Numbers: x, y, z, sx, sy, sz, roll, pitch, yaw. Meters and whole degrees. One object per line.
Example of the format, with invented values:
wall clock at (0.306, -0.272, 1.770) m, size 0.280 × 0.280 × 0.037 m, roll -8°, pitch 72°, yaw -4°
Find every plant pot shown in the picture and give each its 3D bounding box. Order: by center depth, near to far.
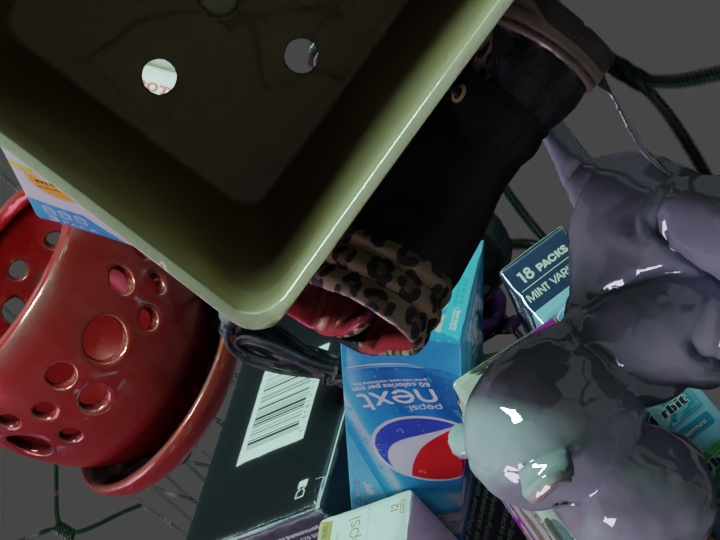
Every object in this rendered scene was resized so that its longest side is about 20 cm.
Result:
plant pot at (-0.055, -0.113, 0.941) m, size 0.200 × 0.200 × 0.177 m, roll 36°, pitch 179°, yaw 0°
plant pot at (-0.202, 0.052, 1.852) m, size 0.182 × 0.201 × 0.200 m, roll 33°, pitch 169°, yaw -27°

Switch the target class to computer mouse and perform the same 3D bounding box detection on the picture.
computer mouse at (0.000, 0.000, 1.341) m, size 0.140 × 0.046 × 0.200 m, roll 18°, pitch 143°, yaw -2°

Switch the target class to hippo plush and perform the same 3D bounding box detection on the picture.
hippo plush at (0.122, 0.039, 1.041) m, size 0.200 × 0.161 × 0.159 m, roll 41°, pitch 166°, yaw -19°

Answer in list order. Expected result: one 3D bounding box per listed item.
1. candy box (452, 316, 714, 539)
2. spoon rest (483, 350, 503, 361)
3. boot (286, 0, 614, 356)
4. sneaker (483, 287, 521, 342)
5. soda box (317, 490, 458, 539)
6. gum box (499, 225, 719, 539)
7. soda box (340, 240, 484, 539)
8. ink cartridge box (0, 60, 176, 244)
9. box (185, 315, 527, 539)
candy box at (0.109, 0.111, 1.211) m, size 0.137 × 0.061 × 0.200 m, roll 55°, pitch 177°, yaw 13°
spoon rest at (0.122, 0.107, 1.490) m, size 0.099 × 0.061 × 0.200 m, roll -13°, pitch 134°, yaw 29°
boot at (0.009, -0.046, 1.054) m, size 0.073 × 0.151 × 0.200 m, roll 37°, pitch 166°, yaw -30°
sneaker at (0.000, -0.021, 1.395) m, size 0.200 × 0.075 × 0.087 m, roll 35°, pitch 148°, yaw -20°
soda box at (0.052, 0.209, 1.374) m, size 0.063 × 0.068 × 0.200 m, roll -21°, pitch 130°, yaw 26°
gum box at (0.157, 0.093, 1.264) m, size 0.200 × 0.044 × 0.170 m, roll 51°, pitch 175°, yaw 29°
soda box at (0.029, 0.066, 1.320) m, size 0.064 × 0.068 × 0.200 m, roll 7°, pitch 143°, yaw 9°
ink cartridge box at (-0.145, -0.078, 1.464) m, size 0.115 × 0.068 × 0.200 m, roll 16°, pitch 163°, yaw 9°
box at (0.017, 0.138, 1.512) m, size 0.117 × 0.197 × 0.200 m, roll -24°, pitch 124°, yaw 36°
